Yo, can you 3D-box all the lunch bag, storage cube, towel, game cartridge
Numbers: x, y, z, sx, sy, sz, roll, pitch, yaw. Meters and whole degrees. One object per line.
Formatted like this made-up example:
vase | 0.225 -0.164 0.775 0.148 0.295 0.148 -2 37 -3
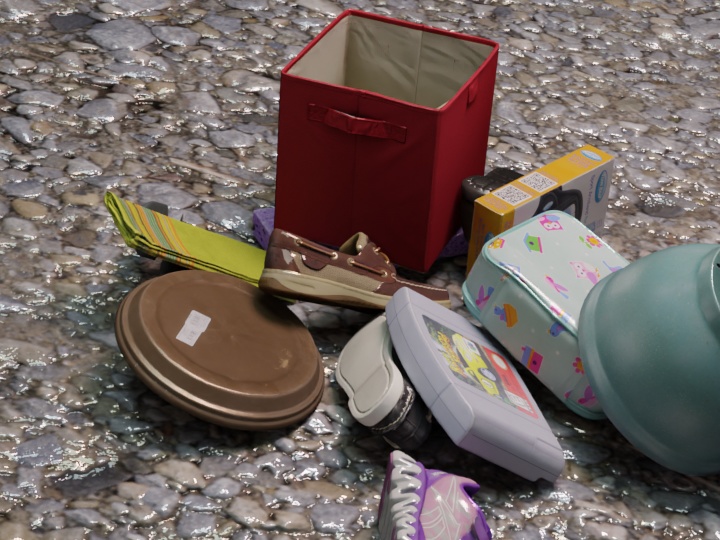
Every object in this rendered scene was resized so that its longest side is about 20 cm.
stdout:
lunch bag | 0.204 0.040 1.664 0.200 0.077 0.160 44 39 17
storage cube | 0.027 -0.132 1.799 0.170 0.181 0.200 15 32 17
towel | -0.149 -0.023 1.722 0.199 0.018 0.086 20 23 -37
game cartridge | 0.093 0.095 1.578 0.133 0.041 0.200 24 23 -32

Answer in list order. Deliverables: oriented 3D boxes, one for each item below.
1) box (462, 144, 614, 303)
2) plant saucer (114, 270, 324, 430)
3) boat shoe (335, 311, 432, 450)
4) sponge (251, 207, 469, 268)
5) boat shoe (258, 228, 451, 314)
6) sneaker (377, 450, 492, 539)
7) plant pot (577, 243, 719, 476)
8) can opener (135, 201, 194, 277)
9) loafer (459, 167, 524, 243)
box | 0.185 -0.044 1.792 0.199 0.120 0.041 -25 43 -37
plant saucer | -0.121 0.064 1.614 0.199 0.030 0.201 18 33 -12
boat shoe | 0.026 0.097 1.606 0.060 0.074 0.200 42 8 -17
sponge | 0.001 -0.038 1.843 0.199 0.030 0.112 -10 35 -22
boat shoe | 0.000 0.000 1.693 0.199 0.072 0.072 10 -7 -26
sneaker | 0.061 0.218 1.412 0.088 0.081 0.200 10 31 -5
plant pot | 0.305 0.057 1.551 0.199 0.134 0.201 17 53 -24
can opener | -0.191 0.010 1.721 0.066 0.053 0.200 15 33 -14
loafer | 0.146 -0.060 1.847 0.073 0.072 0.200 22 14 26
